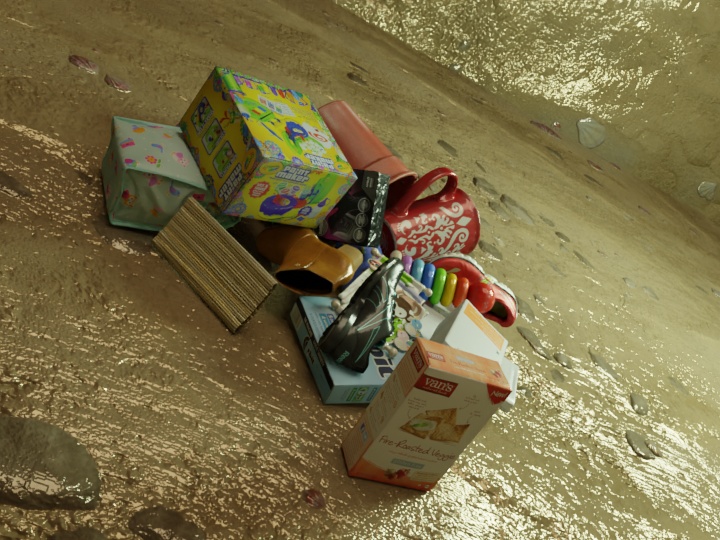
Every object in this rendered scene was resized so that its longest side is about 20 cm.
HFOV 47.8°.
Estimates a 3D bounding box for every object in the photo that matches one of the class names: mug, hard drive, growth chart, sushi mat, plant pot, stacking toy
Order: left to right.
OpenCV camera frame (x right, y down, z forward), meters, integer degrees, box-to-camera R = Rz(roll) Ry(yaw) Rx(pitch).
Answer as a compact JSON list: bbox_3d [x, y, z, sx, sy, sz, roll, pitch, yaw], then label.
[{"bbox_3d":[-0.211,-0.010,1.162,0.200,0.096,0.012,43,5,20],"label":"sushi mat"},{"bbox_3d":[-0.030,-0.191,1.502,0.196,0.201,0.200,53,30,10],"label":"plant pot"},{"bbox_3d":[0.040,0.049,1.267,0.144,0.018,0.200,33,36,6],"label":"growth chart"},{"bbox_3d":[0.109,-0.095,1.549,0.198,0.180,0.133,-17,9,-32],"label":"mug"},{"bbox_3d":[0.140,0.030,1.430,0.197,0.086,0.086,15,27,1],"label":"stacking toy"},{"bbox_3d":[0.173,0.144,1.359,0.199,0.027,0.132,34,27,0],"label":"hard drive"}]

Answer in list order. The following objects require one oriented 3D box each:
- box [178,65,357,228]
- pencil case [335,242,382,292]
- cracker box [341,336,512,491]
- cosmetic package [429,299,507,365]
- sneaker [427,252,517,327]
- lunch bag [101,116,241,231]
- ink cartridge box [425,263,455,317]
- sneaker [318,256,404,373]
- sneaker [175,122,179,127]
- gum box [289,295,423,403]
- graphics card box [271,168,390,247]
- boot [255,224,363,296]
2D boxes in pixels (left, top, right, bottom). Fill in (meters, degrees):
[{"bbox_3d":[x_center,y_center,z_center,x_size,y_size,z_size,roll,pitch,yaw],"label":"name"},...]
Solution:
[{"bbox_3d":[-0.143,-0.186,1.260,0.198,0.122,0.194,7,45,-48],"label":"box"},{"bbox_3d":[0.000,0.000,1.399,0.078,0.086,0.201,48,18,-33],"label":"pencil case"},{"bbox_3d":[0.081,0.188,1.034,0.132,0.201,0.058,18,30,-27],"label":"cracker box"},{"bbox_3d":[0.155,0.127,1.223,0.101,0.071,0.200,45,22,0],"label":"cosmetic package"},{"bbox_3d":[0.208,0.038,1.485,0.198,0.077,0.085,27,32,-13],"label":"sneaker"},{"bbox_3d":[-0.290,-0.140,1.261,0.197,0.123,0.171,9,34,-30],"label":"lunch bag"},{"bbox_3d":[0.130,0.029,1.540,0.172,0.044,0.201,29,27,-12],"label":"ink cartridge box"},{"bbox_3d":[0.016,0.063,1.174,0.079,0.075,0.201,40,56,-3],"label":"sneaker"},{"bbox_3d":[-0.245,-0.244,1.417,0.199,0.115,0.073,24,-27,37],"label":"sneaker"},{"bbox_3d":[0.011,0.118,1.214,0.197,0.045,0.171,4,42,-32],"label":"gum box"},{"bbox_3d":[-0.053,-0.116,1.386,0.197,0.128,0.051,12,4,26],"label":"graphics card box"},{"bbox_3d":[-0.104,-0.016,1.257,0.198,0.072,0.144,12,21,21],"label":"boot"}]
